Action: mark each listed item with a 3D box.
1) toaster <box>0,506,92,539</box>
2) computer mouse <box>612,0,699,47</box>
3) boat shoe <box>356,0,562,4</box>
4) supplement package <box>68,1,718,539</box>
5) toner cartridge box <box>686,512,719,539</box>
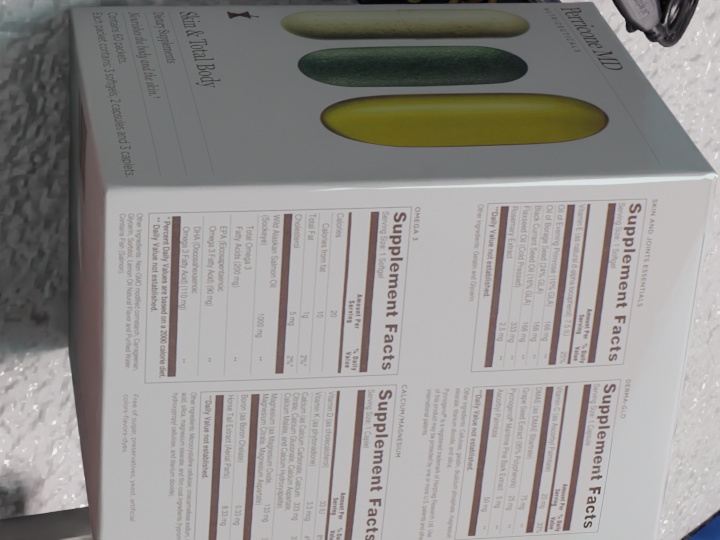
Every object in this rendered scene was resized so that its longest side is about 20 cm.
[{"bbox_3d":[-0.137,0.181,0.764,0.181,0.200,0.119,-4,126,-44],"label":"toaster"},{"bbox_3d":[0.118,-0.189,0.904,0.141,0.046,0.200,-62,150,-21],"label":"computer mouse"},{"bbox_3d":[0.040,-0.113,0.845,0.071,0.091,0.200,-49,139,-11],"label":"boat shoe"},{"bbox_3d":[0.000,0.000,0.768,0.199,0.152,0.151,-2,119,-11],"label":"supplement package"},{"bbox_3d":[0.192,0.207,1.241,0.200,0.043,0.095,-33,135,-28],"label":"toner cartridge box"}]
